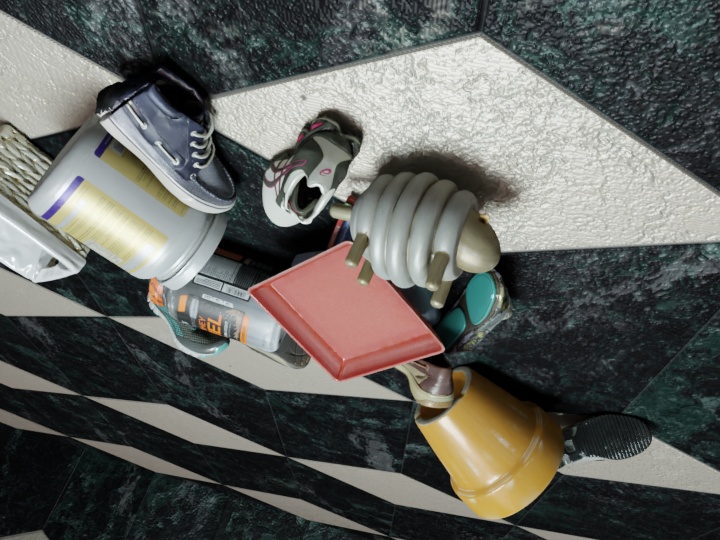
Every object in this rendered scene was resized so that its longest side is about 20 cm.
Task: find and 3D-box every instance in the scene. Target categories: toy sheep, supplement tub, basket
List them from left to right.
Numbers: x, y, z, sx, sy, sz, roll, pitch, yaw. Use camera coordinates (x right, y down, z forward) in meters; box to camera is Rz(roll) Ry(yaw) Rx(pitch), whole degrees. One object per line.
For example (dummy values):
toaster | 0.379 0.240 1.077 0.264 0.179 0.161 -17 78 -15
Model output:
basket | -0.481 -0.092 0.905 0.135 0.124 0.200 -8 140 37
supplement tub | -0.282 -0.080 0.794 0.200 0.146 0.145 39 143 -28
supplement tub | -0.198 0.034 0.946 0.199 0.123 0.123 19 149 2
toy sheep | 0.054 -0.042 0.686 0.199 0.138 0.138 17 149 19

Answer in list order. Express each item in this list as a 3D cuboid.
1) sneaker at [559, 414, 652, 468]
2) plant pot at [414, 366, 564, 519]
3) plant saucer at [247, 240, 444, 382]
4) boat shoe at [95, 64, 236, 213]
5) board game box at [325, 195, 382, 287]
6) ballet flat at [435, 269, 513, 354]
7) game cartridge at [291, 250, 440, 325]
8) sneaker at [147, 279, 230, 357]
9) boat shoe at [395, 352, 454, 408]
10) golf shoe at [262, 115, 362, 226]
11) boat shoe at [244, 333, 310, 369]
sneaker | 0.385 0.285 1.075 0.200 0.074 0.088 -18 164 26
plant pot | 0.194 0.262 1.042 0.183 0.200 0.200 45 143 -10
plant saucer | -0.018 0.054 0.845 0.200 0.037 0.200 -24 118 37
boat shoe | -0.192 -0.141 0.722 0.093 0.075 0.200 -15 142 33
board game box | 0.000 0.000 0.827 0.103 0.019 0.200 25 136 0
ballet flat | 0.162 0.053 0.850 0.072 0.072 0.200 22 149 -4
game cartridge | 0.006 0.024 0.905 0.199 0.041 0.134 4 142 23
sneaker | -0.288 0.061 1.034 0.200 0.078 0.091 36 144 27
boat shoe | 0.084 0.113 0.901 0.072 0.200 0.072 1 111 -12
golf shoe | -0.073 -0.091 0.722 0.077 0.088 0.200 26 149 -14
boat shoe | -0.177 0.110 1.098 0.200 0.075 0.073 40 148 -21
